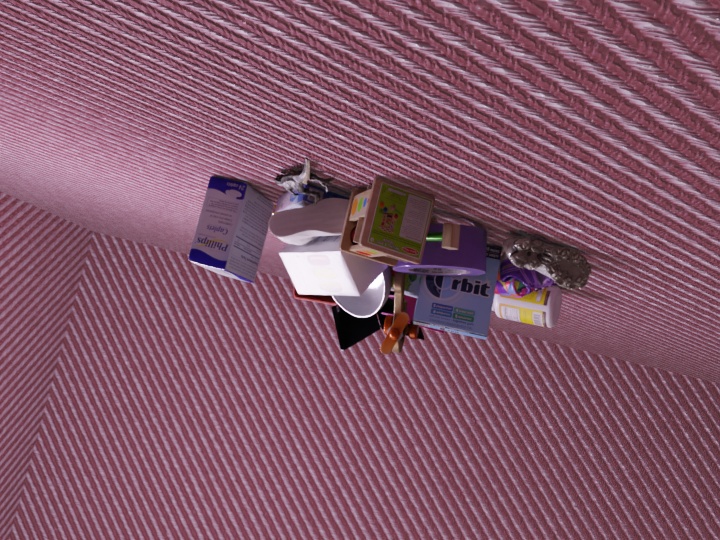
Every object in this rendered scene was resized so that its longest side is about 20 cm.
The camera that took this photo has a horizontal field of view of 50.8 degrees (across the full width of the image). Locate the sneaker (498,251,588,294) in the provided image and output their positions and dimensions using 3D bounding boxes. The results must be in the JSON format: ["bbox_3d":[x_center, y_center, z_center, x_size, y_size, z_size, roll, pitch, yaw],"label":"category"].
[{"bbox_3d":[0.403,0.015,1.678,0.195,0.086,0.080,10,173,22],"label":"sneaker"}]

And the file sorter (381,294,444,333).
[{"bbox_3d":[0.144,0.032,1.869,0.136,0.206,0.125,16,175,-20],"label":"file sorter"}]

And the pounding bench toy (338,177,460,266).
[{"bbox_3d":[0.077,-0.077,1.450,0.195,0.128,0.156,16,173,-17],"label":"pounding bench toy"}]

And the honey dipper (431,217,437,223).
[{"bbox_3d":[0.095,-0.100,1.634,0.037,0.039,0.198,19,168,-36],"label":"honey dipper"}]

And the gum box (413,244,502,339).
[{"bbox_3d":[0.216,0.034,1.685,0.165,0.206,0.045,11,165,8],"label":"gum box"}]

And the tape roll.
[{"bbox_3d":[0.164,-0.040,1.577,0.194,0.088,0.200,2,175,0],"label":"tape roll"}]

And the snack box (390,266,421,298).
[{"bbox_3d":[0.155,-0.006,1.772,0.195,0.146,0.053,18,170,-20],"label":"snack box"}]

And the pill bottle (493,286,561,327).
[{"bbox_3d":[0.431,0.082,2.029,0.195,0.112,0.109,11,173,28],"label":"pill bottle"}]

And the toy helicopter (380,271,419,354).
[{"bbox_3d":[0.082,0.096,1.687,0.077,0.205,0.133,8,-147,14],"label":"toy helicopter"}]

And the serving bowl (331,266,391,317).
[{"bbox_3d":[0.000,0.000,1.720,0.197,0.206,0.065,8,-156,42],"label":"serving bowl"}]

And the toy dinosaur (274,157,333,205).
[{"bbox_3d":[-0.105,-0.169,1.449,0.087,0.049,0.199,24,167,-21],"label":"toy dinosaur"}]

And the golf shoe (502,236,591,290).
[{"bbox_3d":[0.378,-0.026,1.543,0.196,0.080,0.097,23,-172,-19],"label":"golf shoe"}]

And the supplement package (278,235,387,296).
[{"bbox_3d":[-0.059,-0.024,1.623,0.197,0.109,0.116,-1,123,45],"label":"supplement package"}]

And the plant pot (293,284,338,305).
[{"bbox_3d":[-0.041,-0.022,1.921,0.173,0.206,0.198,3,-178,-38],"label":"plant pot"}]

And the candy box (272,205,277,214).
[{"bbox_3d":[-0.196,-0.133,1.987,0.100,0.027,0.200,15,173,21],"label":"candy box"}]

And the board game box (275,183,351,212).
[{"bbox_3d":[-0.067,-0.129,1.669,0.195,0.045,0.198,17,169,-22],"label":"board game box"}]

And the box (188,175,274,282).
[{"bbox_3d":[-0.300,-0.093,1.782,0.102,0.206,0.184,12,173,16],"label":"box"}]

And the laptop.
[{"bbox_3d":[0.043,0.134,1.959,0.195,0.105,0.179,15,-149,-22],"label":"laptop"}]

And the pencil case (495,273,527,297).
[{"bbox_3d":[0.339,0.022,1.865,0.087,0.091,0.198,18,172,-29],"label":"pencil case"}]

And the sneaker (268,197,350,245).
[{"bbox_3d":[-0.086,-0.099,1.556,0.194,0.076,0.116,-5,174,0],"label":"sneaker"}]
